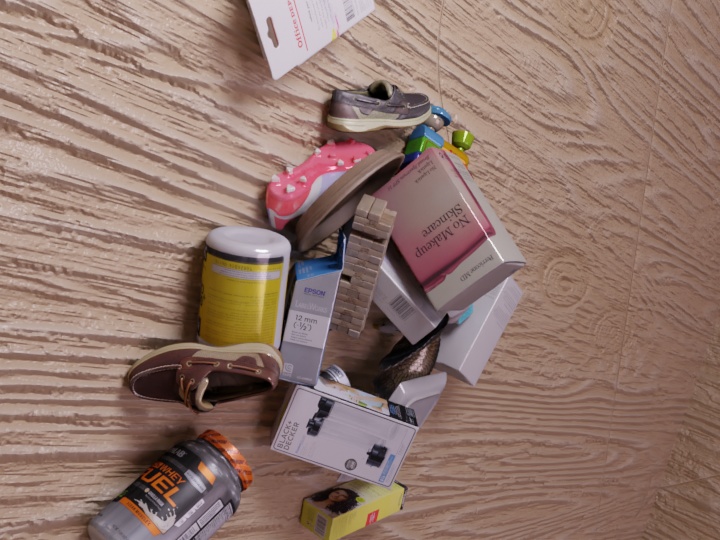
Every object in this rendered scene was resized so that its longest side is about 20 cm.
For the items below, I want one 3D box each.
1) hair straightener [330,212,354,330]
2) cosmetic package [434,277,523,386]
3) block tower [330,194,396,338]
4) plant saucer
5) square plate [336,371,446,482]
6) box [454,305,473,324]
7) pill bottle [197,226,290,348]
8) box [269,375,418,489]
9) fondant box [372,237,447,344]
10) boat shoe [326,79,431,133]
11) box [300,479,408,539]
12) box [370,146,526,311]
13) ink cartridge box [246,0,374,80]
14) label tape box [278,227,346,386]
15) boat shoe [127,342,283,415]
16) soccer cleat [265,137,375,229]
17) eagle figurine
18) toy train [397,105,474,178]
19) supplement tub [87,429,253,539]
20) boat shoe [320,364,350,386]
[{"bbox_3d":[-0.040,0.006,1.323,0.077,0.041,0.202,18,96,-52],"label":"hair straightener"},{"bbox_3d":[0.198,0.093,1.587,0.201,0.107,0.085,-60,142,-10],"label":"cosmetic package"},{"bbox_3d":[0.000,0.000,1.227,0.058,0.053,0.202,-63,169,-61],"label":"block tower"},{"bbox_3d":[-0.020,-0.101,1.216,0.200,0.030,0.200,-41,175,-4],"label":"plant saucer"},{"bbox_3d":[0.061,0.260,1.433,0.201,0.028,0.198,-59,158,14],"label":"square plate"},{"bbox_3d":[0.146,-0.013,1.496,0.049,0.082,0.202,-34,130,-41],"label":"box"},{"bbox_3d":[-0.155,0.051,1.136,0.111,0.111,0.203,-9,113,-48],"label":"pill bottle"},{"bbox_3d":[-0.026,0.238,1.308,0.198,0.060,0.118,22,106,-10],"label":"box"},{"bbox_3d":[0.087,0.000,1.344,0.058,0.144,0.200,-42,-178,37],"label":"fondant box"},{"bbox_3d":[0.034,-0.243,1.267,0.199,0.073,0.066,-22,127,-44],"label":"boat shoe"},{"bbox_3d":[-0.008,0.403,1.501,0.199,0.075,0.051,-6,112,-50],"label":"box"},{"bbox_3d":[0.125,-0.058,1.263,0.127,0.201,0.109,-38,162,22],"label":"box"},{"bbox_3d":[-0.077,-0.338,1.093,0.200,0.067,0.116,-43,135,-31],"label":"ink cartridge box"},{"bbox_3d":[-0.071,0.041,1.211,0.065,0.143,0.203,10,99,-7],"label":"label tape box"},{"bbox_3d":[-0.195,0.137,1.070,0.072,0.197,0.073,-87,172,-59],"label":"boat shoe"},{"bbox_3d":[-0.056,-0.125,1.227,0.199,0.066,0.077,-33,149,-39],"label":"soccer cleat"},{"bbox_3d":[0.089,0.108,1.428,0.151,0.150,0.202,35,47,-35],"label":"eagle figurine"},{"bbox_3d":[0.159,-0.172,1.410,0.199,0.084,0.117,27,70,-30],"label":"toy train"},{"bbox_3d":[-0.242,0.309,1.136,0.200,0.122,0.124,-42,134,-32],"label":"supplement tub"},{"bbox_3d":[-0.043,0.245,1.389,0.068,0.073,0.201,-32,136,-27],"label":"boat shoe"}]
